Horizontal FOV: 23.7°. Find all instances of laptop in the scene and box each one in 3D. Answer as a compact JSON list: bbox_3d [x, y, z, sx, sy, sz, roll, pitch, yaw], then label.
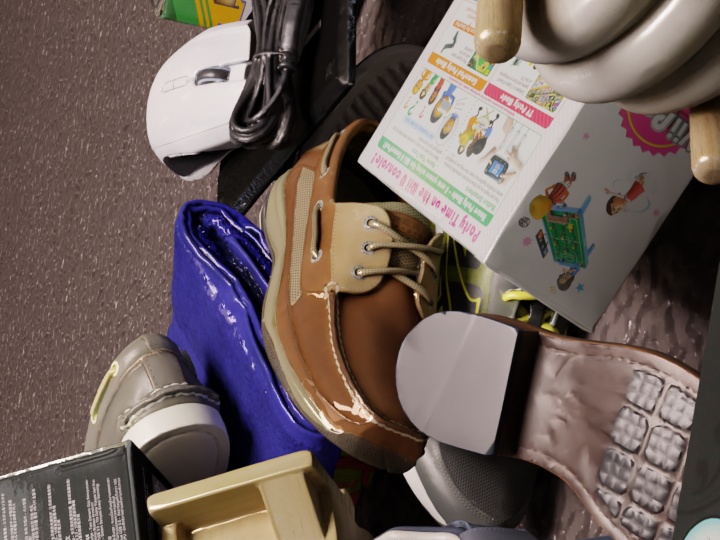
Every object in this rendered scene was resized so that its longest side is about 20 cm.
[{"bbox_3d":[0.001,-0.132,0.932,0.177,0.102,0.202,135,141,-55],"label":"laptop"}]

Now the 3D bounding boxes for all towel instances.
[{"bbox_3d":[-0.053,0.073,0.882,0.148,0.049,0.201,58,154,29],"label":"towel"}]

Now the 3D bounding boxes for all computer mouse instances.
[{"bbox_3d":[-0.079,-0.096,0.914,0.200,0.043,0.111,155,124,-63],"label":"computer mouse"}]

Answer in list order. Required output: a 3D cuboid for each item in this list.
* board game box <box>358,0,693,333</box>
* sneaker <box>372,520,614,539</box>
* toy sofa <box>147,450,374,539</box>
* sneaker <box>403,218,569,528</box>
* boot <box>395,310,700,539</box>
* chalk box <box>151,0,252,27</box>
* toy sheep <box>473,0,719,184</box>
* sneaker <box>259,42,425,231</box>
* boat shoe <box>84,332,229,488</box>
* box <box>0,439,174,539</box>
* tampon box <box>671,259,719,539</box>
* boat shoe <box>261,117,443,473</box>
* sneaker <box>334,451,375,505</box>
[{"bbox_3d":[0.096,-0.096,0.701,0.201,0.064,0.148,-57,27,6],"label":"board game box"},{"bbox_3d":[0.040,0.183,0.699,0.077,0.145,0.204,-119,42,-52],"label":"sneaker"},{"bbox_3d":[-0.031,0.189,0.731,0.098,0.082,0.202,58,-162,-54],"label":"toy sofa"},{"bbox_3d":[0.062,0.022,0.790,0.084,0.074,0.203,153,123,-61],"label":"sneaker"},{"bbox_3d":[0.117,0.064,0.675,0.199,0.096,0.076,26,102,36],"label":"boot"},{"bbox_3d":[-0.054,-0.261,1.079,0.125,0.123,0.202,-115,42,-53],"label":"chalk box"},{"bbox_3d":[0.091,-0.113,0.552,0.138,0.199,0.139,-42,32,34],"label":"toy sheep"},{"bbox_3d":[-0.012,-0.048,0.980,0.080,0.078,0.201,-110,40,-59],"label":"sneaker"},{"bbox_3d":[-0.110,0.108,0.885,0.202,0.071,0.061,110,142,-53],"label":"boat shoe"},{"bbox_3d":[-0.106,0.209,0.789,0.164,0.085,0.202,63,-166,-58],"label":"box"},{"bbox_3d":[0.181,0.027,0.452,0.150,0.125,0.203,-172,91,-66],"label":"tampon box"},{"bbox_3d":[0.000,0.000,0.778,0.074,0.075,0.201,-51,32,27],"label":"boat shoe"},{"bbox_3d":[-0.013,0.084,0.955,0.201,0.077,0.091,114,145,-44],"label":"sneaker"}]
